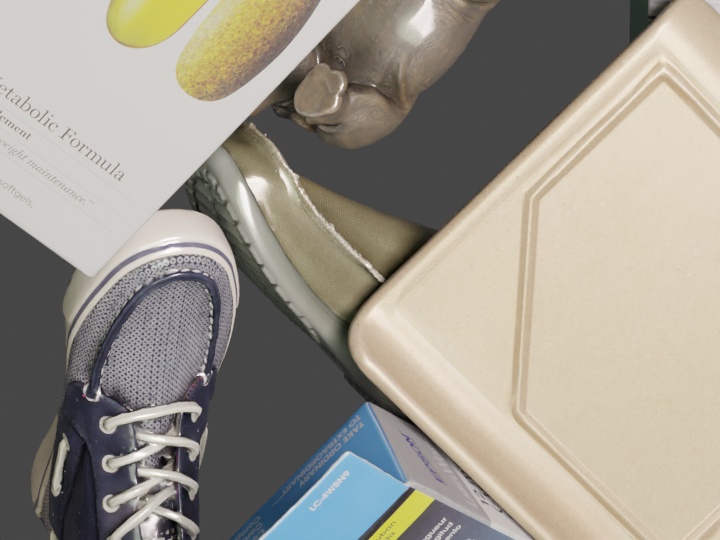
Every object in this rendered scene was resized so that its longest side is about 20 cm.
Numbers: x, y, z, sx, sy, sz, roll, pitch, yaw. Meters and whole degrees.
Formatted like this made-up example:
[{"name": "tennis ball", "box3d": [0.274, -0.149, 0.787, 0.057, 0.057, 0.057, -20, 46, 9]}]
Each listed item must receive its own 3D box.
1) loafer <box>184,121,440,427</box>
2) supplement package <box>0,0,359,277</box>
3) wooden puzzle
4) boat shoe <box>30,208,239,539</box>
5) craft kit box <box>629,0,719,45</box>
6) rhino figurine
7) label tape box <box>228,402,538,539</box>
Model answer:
[{"name": "loafer", "box3d": [0.000, 0.000, 1.211, 0.070, 0.075, 0.200, -45, 128, -5]}, {"name": "supplement package", "box3d": [-0.077, -0.119, 1.096, 0.114, 0.110, 0.200, 36, 115, -21]}, {"name": "wooden puzzle", "box3d": [0.121, 0.018, 1.187, 0.200, 0.037, 0.185, -45, 106, 3]}, {"name": "boat shoe", "box3d": [-0.083, 0.070, 1.185, 0.074, 0.093, 0.200, -6, 143, -20]}, {"name": "craft kit box", "box3d": [0.210, -0.086, 1.213, 0.196, 0.049, 0.201, -5, 113, -6]}, {"name": "rhino figurine", "box3d": [0.033, -0.125, 1.163, 0.200, 0.087, 0.060, -47, 70, 13]}, {"name": "label tape box", "box3d": [-0.014, 0.129, 1.188, 0.143, 0.066, 0.200, -45, 142, 11]}]
